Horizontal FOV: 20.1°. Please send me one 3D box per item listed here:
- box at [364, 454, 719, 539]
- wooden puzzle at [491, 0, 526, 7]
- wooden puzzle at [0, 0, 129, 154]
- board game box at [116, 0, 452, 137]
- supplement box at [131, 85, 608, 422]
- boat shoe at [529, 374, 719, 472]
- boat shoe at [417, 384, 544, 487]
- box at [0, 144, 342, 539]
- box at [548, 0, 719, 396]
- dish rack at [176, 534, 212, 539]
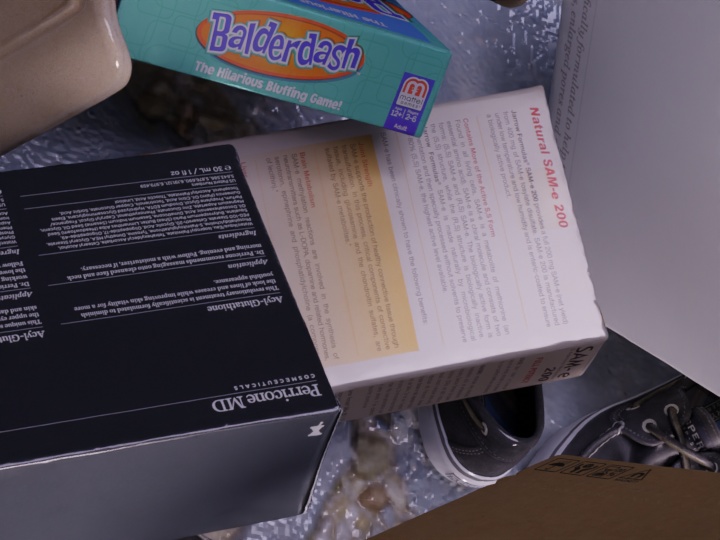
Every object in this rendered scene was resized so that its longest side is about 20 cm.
[{"bbox_3d":[0.084,0.115,0.812,0.163,0.200,0.021,-19,101,-32],"label":"box"},{"bbox_3d":[-0.038,-0.172,0.959,0.185,0.037,0.200,32,16,31],"label":"wooden puzzle"},{"bbox_3d":[-0.170,-0.142,0.868,0.037,0.184,0.201,9,65,-49],"label":"wooden puzzle"},{"bbox_3d":[-0.062,-0.132,0.938,0.151,0.045,0.200,14,20,-25],"label":"board game box"},{"bbox_3d":[0.000,0.000,0.934,0.199,0.074,0.127,-10,73,-8],"label":"supplement box"},{"bbox_3d":[0.164,0.088,1.027,0.199,0.066,0.070,-22,81,-35],"label":"boat shoe"},{"bbox_3d":[0.055,0.004,1.009,0.070,0.066,0.201,8,66,-28],"label":"boat shoe"},{"bbox_3d":[-0.127,0.036,0.790,0.199,0.079,0.142,-8,50,-22],"label":"box"},{"bbox_3d":[0.199,-0.059,0.994,0.130,0.200,0.200,-9,117,-33],"label":"box"},{"bbox_3d":[-0.052,0.174,0.784,0.054,0.200,0.154,28,73,-30],"label":"dish rack"}]
